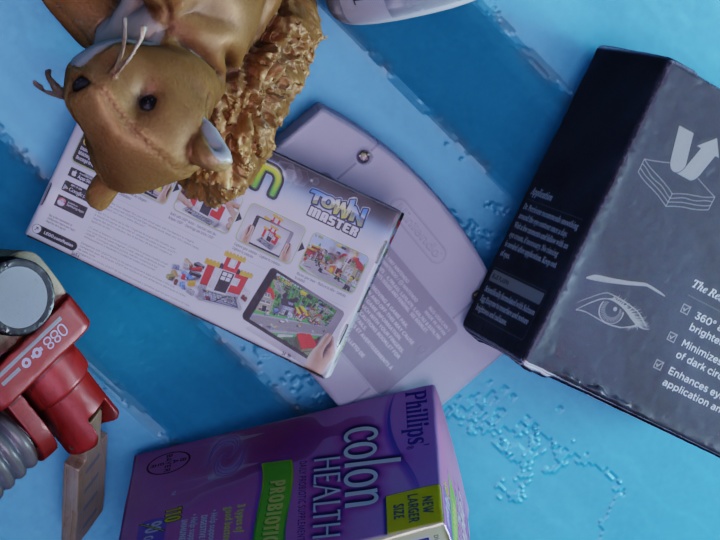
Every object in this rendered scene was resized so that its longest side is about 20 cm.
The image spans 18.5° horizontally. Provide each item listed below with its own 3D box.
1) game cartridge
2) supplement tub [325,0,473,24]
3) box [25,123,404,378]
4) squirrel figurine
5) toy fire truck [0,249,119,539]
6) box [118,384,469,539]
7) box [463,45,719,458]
[{"bbox_3d":[0.000,0.000,1.375,0.133,0.040,0.200,-38,107,5],"label":"game cartridge"},{"bbox_3d":[0.015,-0.252,1.266,0.122,0.123,0.201,-18,107,-5],"label":"supplement tub"},{"bbox_3d":[-0.086,-0.027,1.315,0.199,0.035,0.110,26,91,3],"label":"box"},{"bbox_3d":[-0.091,-0.113,1.204,0.141,0.187,0.200,-16,144,25],"label":"squirrel figurine"},{"bbox_3d":[-0.217,0.109,1.298,0.176,0.128,0.200,-46,113,-22],"label":"toy fire truck"},{"bbox_3d":[-0.037,0.168,1.317,0.199,0.176,0.097,-13,113,6],"label":"box"},{"bbox_3d":[0.202,-0.004,1.348,0.196,0.117,0.201,26,92,-19],"label":"box"}]
